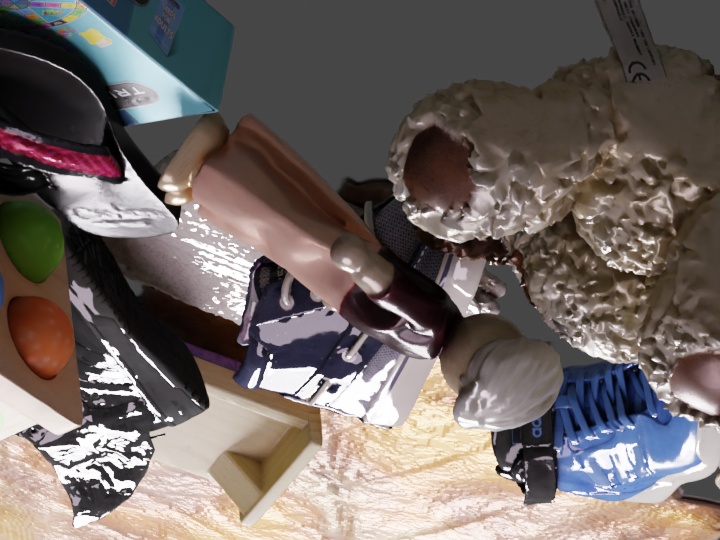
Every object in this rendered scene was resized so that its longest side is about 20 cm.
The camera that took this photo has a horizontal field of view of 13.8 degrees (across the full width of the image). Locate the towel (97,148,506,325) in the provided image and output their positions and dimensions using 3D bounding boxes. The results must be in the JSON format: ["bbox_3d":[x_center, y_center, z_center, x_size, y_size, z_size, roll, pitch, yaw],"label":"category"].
[{"bbox_3d":[-0.037,-0.001,1.528,0.200,0.035,0.132,21,153,-23],"label":"towel"}]

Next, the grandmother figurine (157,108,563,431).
[{"bbox_3d":[0.003,0.003,1.335,0.200,0.061,0.121,35,-178,5],"label":"grandmother figurine"}]

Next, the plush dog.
[{"bbox_3d":[0.117,-0.020,1.289,0.200,0.161,0.172,36,155,5],"label":"plush dog"}]

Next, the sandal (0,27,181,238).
[{"bbox_3d":[-0.138,-0.051,1.328,0.075,0.045,0.200,-2,153,25],"label":"sandal"}]

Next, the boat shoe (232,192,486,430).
[{"bbox_3d":[0.000,0.000,1.420,0.093,0.075,0.200,12,135,-11],"label":"boat shoe"}]

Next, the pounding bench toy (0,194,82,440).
[{"bbox_3d":[-0.199,0.036,1.407,0.156,0.124,0.200,-24,144,20],"label":"pounding bench toy"}]

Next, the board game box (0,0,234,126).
[{"bbox_3d":[-0.174,-0.125,1.294,0.151,0.047,0.200,-7,151,33],"label":"board game box"}]

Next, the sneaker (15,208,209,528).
[{"bbox_3d":[-0.150,0.053,1.534,0.104,0.060,0.200,-25,139,10],"label":"sneaker"}]

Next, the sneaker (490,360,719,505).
[{"bbox_3d":[0.126,0.076,1.579,0.111,0.077,0.200,3,163,-8],"label":"sneaker"}]

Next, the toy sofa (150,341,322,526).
[{"bbox_3d":[-0.123,0.056,1.651,0.200,0.098,0.083,22,129,-24],"label":"toy sofa"}]

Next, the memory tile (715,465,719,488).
[{"bbox_3d":[0.297,0.104,1.649,0.200,0.017,0.153,5,155,9],"label":"memory tile"}]
